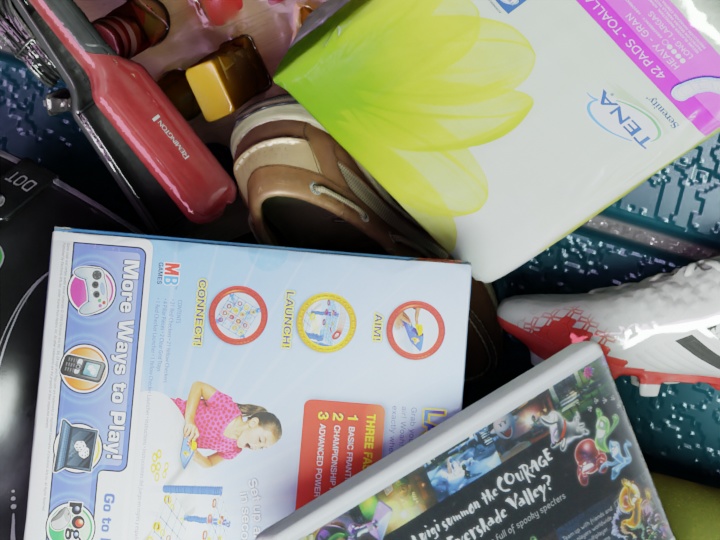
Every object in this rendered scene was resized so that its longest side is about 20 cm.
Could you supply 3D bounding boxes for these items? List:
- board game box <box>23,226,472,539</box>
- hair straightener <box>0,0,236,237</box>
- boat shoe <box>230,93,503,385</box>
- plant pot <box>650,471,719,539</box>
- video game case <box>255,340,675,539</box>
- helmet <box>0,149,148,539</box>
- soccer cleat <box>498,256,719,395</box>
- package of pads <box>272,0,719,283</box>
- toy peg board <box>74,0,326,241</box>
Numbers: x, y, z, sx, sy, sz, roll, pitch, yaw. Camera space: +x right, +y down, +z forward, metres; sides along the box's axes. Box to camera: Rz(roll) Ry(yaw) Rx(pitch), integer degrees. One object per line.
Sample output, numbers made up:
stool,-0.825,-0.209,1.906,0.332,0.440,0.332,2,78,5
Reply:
board game box,-0.053,0.089,1.307,0.195,0.056,0.201,5,83,0
hair straightener,-0.146,-0.093,1.373,0.200,0.041,0.077,48,145,-8
boat shoe,0.000,0.000,1.396,0.075,0.074,0.200,-26,129,25
plant pot,0.106,0.169,1.412,0.199,0.187,0.188,-5,106,5
video game case,0.064,0.156,1.278,0.023,0.200,0.182,-4,111,57
helmet,-0.179,0.055,1.431,0.200,0.200,0.191,31,83,6
soccer cleat,0.168,0.021,1.389,0.199,0.069,0.086,10,101,11
package of pads,0.083,-0.100,1.305,0.200,0.068,0.155,-34,109,32
toy peg board,-0.057,-0.121,1.403,0.199,0.098,0.200,-21,99,23
